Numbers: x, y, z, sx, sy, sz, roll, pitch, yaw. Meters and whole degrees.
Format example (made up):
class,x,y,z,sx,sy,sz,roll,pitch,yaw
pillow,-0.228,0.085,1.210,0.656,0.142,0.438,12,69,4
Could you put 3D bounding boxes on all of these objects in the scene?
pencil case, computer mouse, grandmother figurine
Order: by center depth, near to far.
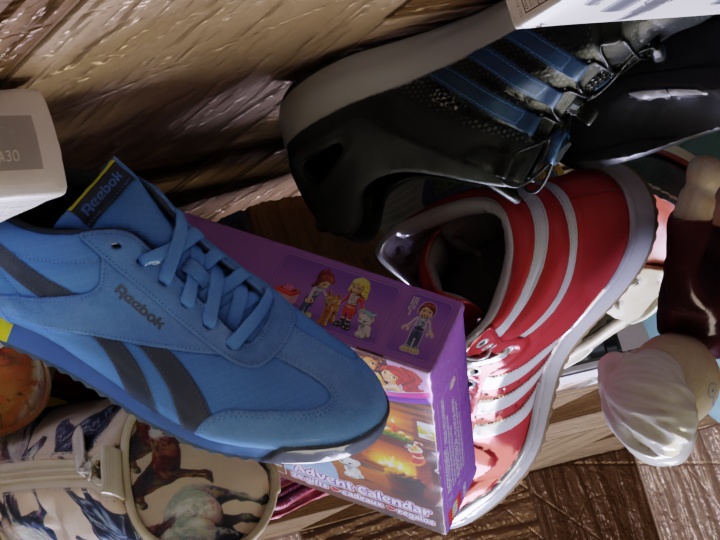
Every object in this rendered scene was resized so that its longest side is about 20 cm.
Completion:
class,x,y,z,sx,sy,sz,roll,pitch,yaw
computer mouse,0.172,-0.108,1.217,0.200,0.046,0.140,-12,-153,40
grandmother figurine,0.158,-0.008,1.246,0.060,0.200,0.121,12,156,34
pencil case,-0.127,0.092,1.253,0.089,0.078,0.200,22,159,-35

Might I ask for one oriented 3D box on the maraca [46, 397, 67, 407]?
class,x,y,z,sx,sy,sz,roll,pitch,yaw
maraca,-0.129,0.065,1.425,0.200,0.137,0.107,-42,150,-46

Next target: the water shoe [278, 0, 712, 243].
class,x,y,z,sx,sy,sz,roll,pitch,yaw
water shoe,0.067,-0.069,1.181,0.199,0.079,0.071,-19,171,16

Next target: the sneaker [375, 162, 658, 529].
class,x,y,z,sx,sy,sz,roll,pitch,yaw
sneaker,0.042,0.037,1.260,0.112,0.071,0.200,-7,133,-47

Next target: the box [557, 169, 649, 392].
class,x,y,z,sx,sy,sz,roll,pitch,yaw
box,0.067,0.015,1.576,0.199,0.117,0.060,-10,167,-28

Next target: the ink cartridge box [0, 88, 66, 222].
class,x,y,z,sx,sy,sz,roll,pitch,yaw
ink cartridge box,-0.234,-0.016,1.076,0.200,0.050,0.161,-19,172,40

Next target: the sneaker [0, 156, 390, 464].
class,x,y,z,sx,sy,sz,roll,pitch,yaw
sneaker,-0.078,0.009,1.119,0.066,0.200,0.079,-53,164,-48

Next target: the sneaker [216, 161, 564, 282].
class,x,y,z,sx,sy,sz,roll,pitch,yaw
sneaker,0.000,0.000,1.331,0.199,0.076,0.088,-16,171,-14

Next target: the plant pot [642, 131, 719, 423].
class,x,y,z,sx,sy,sz,roll,pitch,yaw
plant pot,0.214,-0.024,1.435,0.200,0.201,0.135,-20,153,21

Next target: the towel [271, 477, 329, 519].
class,x,y,z,sx,sy,sz,roll,pitch,yaw
towel,-0.101,0.130,1.360,0.200,0.023,0.144,-27,-175,-29

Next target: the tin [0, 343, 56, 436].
class,x,y,z,sx,sy,sz,roll,pitch,yaw
tin,-0.213,0.035,1.238,0.200,0.042,0.112,-20,133,36

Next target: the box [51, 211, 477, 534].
class,x,y,z,sx,sy,sz,roll,pitch,yaw
box,-0.051,0.035,1.222,0.199,0.039,0.137,18,149,16

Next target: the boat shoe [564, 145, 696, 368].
class,x,y,z,sx,sy,sz,roll,pitch,yaw
boat shoe,0.114,-0.003,1.367,0.063,0.071,0.200,-55,-176,-26

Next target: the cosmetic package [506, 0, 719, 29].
class,x,y,z,sx,sy,sz,roll,pitch,yaw
cosmetic package,0.145,-0.129,1.056,0.200,0.051,0.082,-9,169,-41
